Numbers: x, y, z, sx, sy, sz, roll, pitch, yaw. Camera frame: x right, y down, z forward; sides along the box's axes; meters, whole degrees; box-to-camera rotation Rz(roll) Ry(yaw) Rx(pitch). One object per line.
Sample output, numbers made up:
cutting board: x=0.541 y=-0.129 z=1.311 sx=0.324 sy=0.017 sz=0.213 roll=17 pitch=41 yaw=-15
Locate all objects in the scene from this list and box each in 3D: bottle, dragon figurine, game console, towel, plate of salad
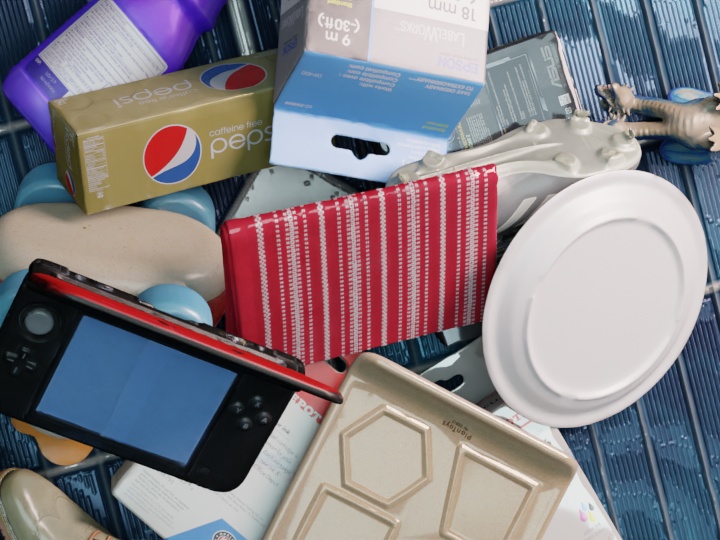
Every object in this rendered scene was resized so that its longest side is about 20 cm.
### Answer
bottle: x=-0.168 y=-0.172 z=1.407 sx=0.200 sy=0.065 sz=0.084 roll=-42 pitch=98 yaw=-3
dragon figurine: x=0.264 y=-0.110 z=1.455 sx=0.198 sy=0.099 sz=0.060 roll=5 pitch=92 yaw=-37
game console: x=-0.135 y=0.080 z=1.227 sx=0.198 sy=0.119 sz=0.173 roll=22 pitch=118 yaw=-16
towel: x=0.000 y=0.000 z=1.332 sx=0.198 sy=0.023 sz=0.146 roll=-13 pitch=134 yaw=-11
plate of salad: x=0.169 y=0.019 z=1.397 sx=0.198 sy=0.048 sz=0.202 roll=-13 pitch=118 yaw=-25

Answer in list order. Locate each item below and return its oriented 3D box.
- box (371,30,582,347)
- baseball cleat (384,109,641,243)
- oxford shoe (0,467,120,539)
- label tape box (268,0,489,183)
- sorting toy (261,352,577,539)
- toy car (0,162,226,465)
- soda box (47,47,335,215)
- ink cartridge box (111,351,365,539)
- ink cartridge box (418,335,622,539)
box: x=0.103 y=-0.062 z=1.447 sx=0.156 sy=0.051 sz=0.202 roll=-20 pitch=95 yaw=-5
baseball cleat: x=0.106 y=-0.052 z=1.391 sx=0.198 sy=0.070 sz=0.107 roll=-10 pitch=135 yaw=-14
oxford shoe: x=-0.187 y=0.213 z=1.406 sx=0.200 sy=0.071 sz=0.074 roll=46 pitch=128 yaw=-14
label tape box: x=0.017 y=-0.169 z=1.361 sx=0.143 sy=0.063 sz=0.202 roll=8 pitch=79 yaw=-23
sorting toy: x=0.036 y=0.183 z=1.395 sx=0.184 sy=0.036 sz=0.201 roll=27 pitch=97 yaw=-6
toy car: x=-0.189 y=0.056 z=1.387 sx=0.175 sy=0.185 sz=0.202 roll=6 pitch=121 yaw=-7
soda box: x=-0.121 y=-0.104 z=1.378 sx=0.198 sy=0.068 sz=0.065 roll=-15 pitch=121 yaw=-22
ink cartridge box: x=-0.081 y=0.120 z=1.426 sx=0.116 sy=0.067 sz=0.200 roll=41 pitch=88 yaw=-7
ink cartridge box: x=0.105 y=0.163 z=1.447 sx=0.116 sy=0.067 sz=0.201 roll=-32 pitch=95 yaw=-3
